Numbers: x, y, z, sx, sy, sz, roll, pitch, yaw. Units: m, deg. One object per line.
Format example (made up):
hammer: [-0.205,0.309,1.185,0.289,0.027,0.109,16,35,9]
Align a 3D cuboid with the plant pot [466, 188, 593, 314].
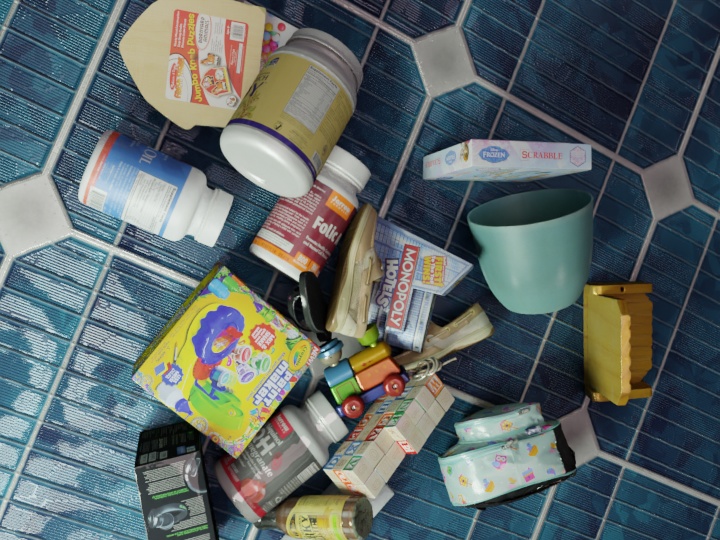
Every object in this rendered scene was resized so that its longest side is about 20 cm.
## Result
plant pot: [0.283,-0.027,1.138,0.198,0.200,0.163,-16,108,-14]

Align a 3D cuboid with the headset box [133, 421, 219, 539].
headset box: [-0.259,0.342,1.007,0.091,0.174,0.203,-10,95,-14]

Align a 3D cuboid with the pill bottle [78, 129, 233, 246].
pill bottle: [-0.290,-0.111,1.010,0.198,0.112,0.114,24,86,-16]

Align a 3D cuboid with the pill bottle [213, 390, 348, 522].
pill bottle: [-0.118,0.280,1.078,0.199,0.111,0.111,-38,102,-11]

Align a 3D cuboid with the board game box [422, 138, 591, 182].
board game box: [0.224,-0.170,1.106,0.196,0.200,0.042,-1,92,-16]

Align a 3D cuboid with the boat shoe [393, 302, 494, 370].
boat shoe: [0.123,0.114,1.164,0.198,0.074,0.067,-22,83,-13]

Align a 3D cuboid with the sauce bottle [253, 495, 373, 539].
sauce bottle: [-0.077,0.376,1.064,0.064,0.198,0.066,26,58,-52]

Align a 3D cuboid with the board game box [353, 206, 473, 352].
board game box: [0.070,0.021,1.102,0.197,0.062,0.203,13,89,12]

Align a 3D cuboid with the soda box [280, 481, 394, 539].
soda box: [-0.042,0.402,1.126,0.200,0.064,0.068,-46,111,-8]

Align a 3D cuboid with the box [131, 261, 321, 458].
box: [-0.199,0.127,1.042,0.192,0.122,0.201,40,82,-15]

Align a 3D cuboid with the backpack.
backpack: [0.225,0.303,1.145,0.198,0.176,0.155,-22,81,-12]

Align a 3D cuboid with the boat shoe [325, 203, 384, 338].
boat shoe: [0.000,0.000,1.053,0.064,0.071,0.203,17,79,-14]

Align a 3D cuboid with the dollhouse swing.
dollhouse swing: [0.474,0.126,1.203,0.179,0.176,0.204,-1,92,-15]

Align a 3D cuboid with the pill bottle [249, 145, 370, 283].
pill bottle: [-0.073,-0.086,1.070,0.113,0.114,0.202,32,85,-15]

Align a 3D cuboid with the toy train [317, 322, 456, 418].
toy train: [0.034,0.129,1.071,0.198,0.085,0.117,-27,97,2]

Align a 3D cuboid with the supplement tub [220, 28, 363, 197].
supplement tub: [-0.093,-0.223,0.992,0.144,0.145,0.202,32,72,-15]

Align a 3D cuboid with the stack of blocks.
stack of blocks: [0.045,0.253,1.084,0.059,0.115,0.200,51,57,-12]

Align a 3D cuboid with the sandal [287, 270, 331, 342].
sandal: [-0.078,0.063,1.043,0.047,0.201,0.076,-4,66,5]

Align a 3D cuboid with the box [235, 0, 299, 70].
box: [-0.173,-0.319,1.069,0.198,0.041,0.158,24,87,-16]

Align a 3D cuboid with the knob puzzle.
knob puzzle: [-0.245,-0.305,1.013,0.216,0.030,0.224,-2,96,-15]
